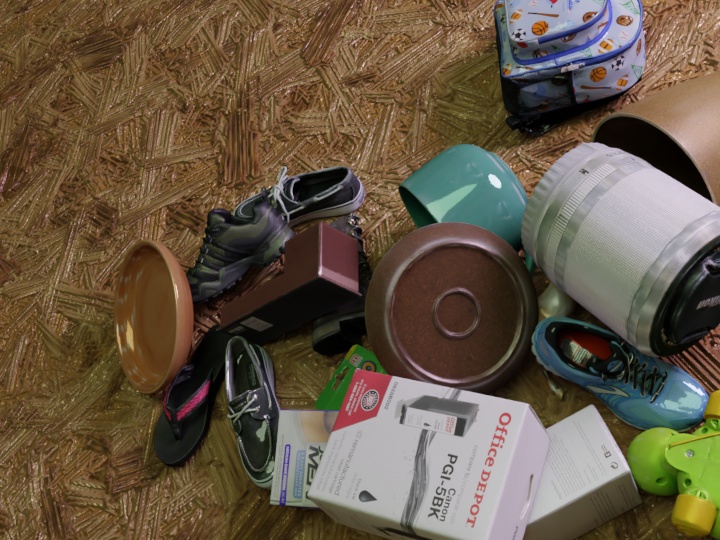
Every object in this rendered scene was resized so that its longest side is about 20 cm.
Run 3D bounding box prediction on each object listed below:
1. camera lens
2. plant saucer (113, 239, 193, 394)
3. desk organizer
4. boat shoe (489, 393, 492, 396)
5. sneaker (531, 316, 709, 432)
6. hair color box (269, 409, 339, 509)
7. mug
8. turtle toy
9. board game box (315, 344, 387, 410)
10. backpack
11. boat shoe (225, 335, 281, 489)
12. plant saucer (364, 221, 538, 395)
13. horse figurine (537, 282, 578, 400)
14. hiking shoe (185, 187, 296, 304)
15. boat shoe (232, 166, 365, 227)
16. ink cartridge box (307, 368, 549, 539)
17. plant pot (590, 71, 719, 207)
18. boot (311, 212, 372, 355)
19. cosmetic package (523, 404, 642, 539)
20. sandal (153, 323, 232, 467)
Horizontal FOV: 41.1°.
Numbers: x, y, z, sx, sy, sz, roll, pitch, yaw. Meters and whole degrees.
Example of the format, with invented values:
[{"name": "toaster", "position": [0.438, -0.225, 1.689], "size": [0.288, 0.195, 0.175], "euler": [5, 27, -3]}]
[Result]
[{"name": "camera lens", "position": [0.284, -0.022, 0.991], "size": [0.160, 0.160, 0.200], "euler": [-44, 51, -5]}, {"name": "plant saucer", "position": [-0.273, 0.061, 1.275], "size": [0.199, 0.037, 0.204], "euler": [-1, 88, 53]}, {"name": "desk organizer", "position": [-0.091, 0.020, 1.202], "size": [0.199, 0.071, 0.078], "euler": [-27, 52, 39]}, {"name": "boat shoe", "position": [0.093, 0.061, 1.110], "size": [0.060, 0.072, 0.204], "euler": [-18, 81, -18]}, {"name": "sneaker", "position": [0.271, 0.110, 1.007], "size": [0.198, 0.090, 0.079], "euler": [24, 84, 12]}, {"name": "hair color box", "position": [-0.002, 0.216, 1.083], "size": [0.197, 0.065, 0.111], "euler": [-4, 72, 27]}, {"name": "mug", "position": [0.143, -0.061, 1.156], "size": [0.114, 0.152, 0.186], "euler": [-37, 93, -5]}, {"name": "turtle toy", "position": [0.355, 0.201, 0.932], "size": [0.198, 0.101, 0.147], "euler": [16, 69, 31]}, {"name": "board game box", "position": [0.042, 0.171, 1.133], "size": [0.199, 0.030, 0.096], "euler": [30, 79, 31]}, {"name": "backpack", "position": [0.269, -0.300, 1.234], "size": [0.187, 0.155, 0.203], "euler": [-5, 57, 9]}, {"name": "boat shoe", "position": [-0.137, 0.172, 1.182], "size": [0.071, 0.071, 0.202], "euler": [-30, 51, 14]}, {"name": "plant saucer", "position": [0.104, 0.047, 1.058], "size": [0.197, 0.034, 0.204], "euler": [0, 88, -5]}, {"name": "horse figurine", "position": [0.241, 0.048, 1.103], "size": [0.200, 0.050, 0.133], "euler": [-42, 60, 0]}, {"name": "hiking shoe", "position": [-0.187, -0.030, 1.292], "size": [0.198, 0.076, 0.102], "euler": [-30, 98, 7]}, {"name": "boat shoe", "position": [-0.095, -0.100, 1.323], "size": [0.196, 0.068, 0.075], "euler": [-7, 59, 20]}, {"name": "ink cartridge box", "position": [0.068, 0.193, 0.949], "size": [0.197, 0.083, 0.148], "euler": [7, 62, 31]}, {"name": "plant pot", "position": [0.394, -0.144, 1.080], "size": [0.199, 0.188, 0.186], "euler": [-35, 53, -16]}, {"name": "boot", "position": [0.000, 0.000, 1.224], "size": [0.197, 0.069, 0.176], "euler": [-20, 57, 15]}, {"name": "cosmetic package", "position": [0.179, 0.236, 0.988], "size": [0.198, 0.108, 0.086], "euler": [-28, 54, 5]}, {"name": "sandal", "position": [-0.220, 0.154, 1.248], "size": [0.074, 0.045, 0.202], "euler": [10, 67, 28]}]
